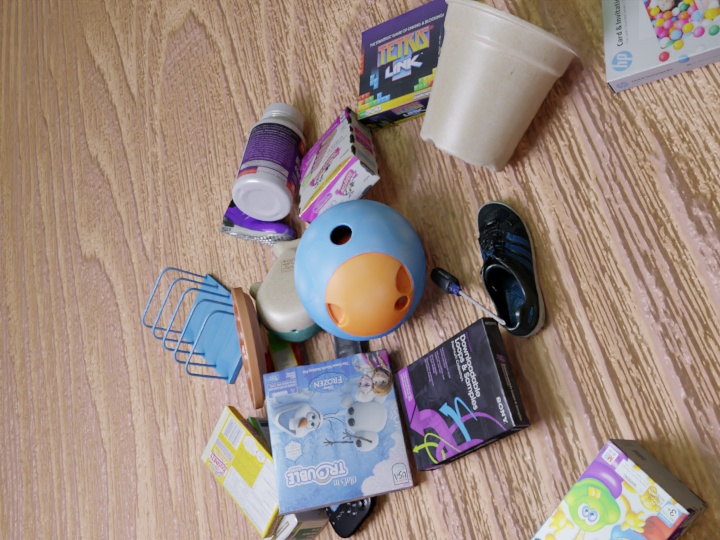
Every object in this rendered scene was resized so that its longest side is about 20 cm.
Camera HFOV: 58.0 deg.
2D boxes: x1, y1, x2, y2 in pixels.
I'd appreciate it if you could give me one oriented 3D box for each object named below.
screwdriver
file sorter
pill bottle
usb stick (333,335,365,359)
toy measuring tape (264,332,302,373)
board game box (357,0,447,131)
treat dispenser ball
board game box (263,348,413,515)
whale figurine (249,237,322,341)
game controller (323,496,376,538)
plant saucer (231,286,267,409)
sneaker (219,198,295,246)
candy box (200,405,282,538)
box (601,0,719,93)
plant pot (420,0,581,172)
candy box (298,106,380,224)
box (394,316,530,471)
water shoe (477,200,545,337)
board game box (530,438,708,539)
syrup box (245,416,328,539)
[{"bbox_3d":[0.142,0.036,0.891,0.200,0.028,0.029,-129,43,-66],"label":"screwdriver"},{"bbox_3d":[-0.311,0.101,1.244,0.198,0.121,0.142,32,99,40],"label":"file sorter"},{"bbox_3d":[-0.159,-0.203,1.184,0.109,0.111,0.205,-17,50,35],"label":"pill bottle"},{"bbox_3d":[-0.010,0.169,1.031,0.054,0.033,0.206,-17,67,20],"label":"usb stick"},{"bbox_3d":[-0.121,0.179,1.088,0.074,0.073,0.202,-48,42,19],"label":"toy measuring tape"},{"bbox_3d":[0.088,-0.339,1.069,0.196,0.056,0.171,-9,74,38],"label":"board game box"},{"bbox_3d":[0.000,0.000,0.957,0.197,0.199,0.207,-12,71,37],"label":"treat dispenser ball"},{"bbox_3d":[-0.036,0.236,0.962,0.194,0.044,0.204,-12,68,0],"label":"board game box"},{"bbox_3d":[-0.112,0.034,1.120,0.154,0.105,0.203,-11,46,3],"label":"whale figurine"},{"bbox_3d":[-0.046,0.309,1.018,0.105,0.042,0.201,-50,52,18],"label":"game controller"},{"bbox_3d":[-0.184,0.129,1.093,0.200,0.031,0.207,168,91,-77],"label":"plant saucer"},{"bbox_3d":[-0.194,-0.106,1.235,0.197,0.069,0.102,12,84,41],"label":"sneaker"},{"bbox_3d":[-0.180,0.315,1.035,0.199,0.026,0.104,34,102,40],"label":"candy box"},{"bbox_3d":[0.405,-0.328,0.809,0.196,0.041,0.161,-10,72,39],"label":"box"},{"bbox_3d":[0.173,-0.248,0.900,0.199,0.197,0.187,38,113,39],"label":"plant pot"},{"bbox_3d":[-0.040,-0.168,1.073,0.136,0.060,0.202,-45,28,22],"label":"candy box"},{"bbox_3d":[0.129,0.171,0.879,0.199,0.035,0.146,-41,53,43],"label":"box"},{"bbox_3d":[0.196,-0.013,0.875,0.071,0.078,0.205,-29,61,29],"label":"water shoe"},{"bbox_3d":[0.268,0.300,0.716,0.103,0.104,0.203,43,107,38],"label":"board game box"},{"bbox_3d":[-0.139,0.346,1.063,0.082,0.078,0.201,-49,53,18],"label":"syrup box"}]
